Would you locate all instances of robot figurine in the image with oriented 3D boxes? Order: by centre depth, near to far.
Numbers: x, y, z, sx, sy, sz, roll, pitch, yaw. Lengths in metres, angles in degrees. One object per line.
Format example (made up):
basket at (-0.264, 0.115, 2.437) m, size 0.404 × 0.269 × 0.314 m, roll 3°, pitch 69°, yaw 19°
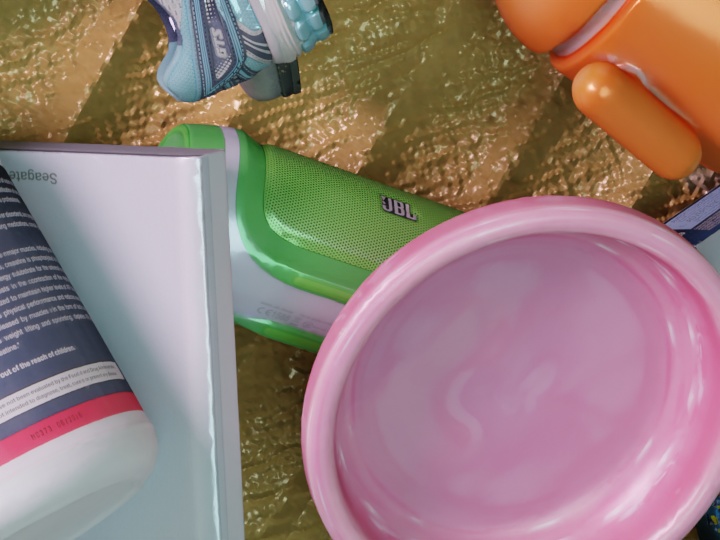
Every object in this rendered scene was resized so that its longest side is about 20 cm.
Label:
robot figurine at (0.141, -0.119, 1.299) m, size 0.200 × 0.117 × 0.144 m, roll 32°, pitch 91°, yaw -14°

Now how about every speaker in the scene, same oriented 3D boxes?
speaker at (0.000, 0.000, 1.309) m, size 0.200 × 0.088 × 0.089 m, roll 18°, pitch 97°, yaw -19°

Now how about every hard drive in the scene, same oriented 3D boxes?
hard drive at (-0.111, 0.047, 1.261) m, size 0.027 × 0.132 × 0.201 m, roll -16°, pitch 106°, yaw -56°

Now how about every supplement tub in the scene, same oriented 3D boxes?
supplement tub at (-0.185, 0.028, 1.204) m, size 0.140 × 0.140 × 0.200 m, roll -29°, pitch 81°, yaw -7°

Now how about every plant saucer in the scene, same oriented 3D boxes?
plant saucer at (0.068, 0.054, 1.270) m, size 0.200 × 0.051 × 0.201 m, roll -7°, pitch 118°, yaw -13°

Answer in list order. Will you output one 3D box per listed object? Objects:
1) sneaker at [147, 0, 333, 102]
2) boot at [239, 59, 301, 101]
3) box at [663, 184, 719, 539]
sneaker at (-0.097, -0.156, 1.191) m, size 0.086 × 0.078 × 0.200 m, roll -35°, pitch 99°, yaw 0°
boot at (-0.118, -0.140, 1.263) m, size 0.130 × 0.068 × 0.200 m, roll -29°, pitch 101°, yaw -2°
box at (0.196, 0.056, 1.363) m, size 0.136 × 0.038 × 0.201 m, roll -32°, pitch 114°, yaw -46°
